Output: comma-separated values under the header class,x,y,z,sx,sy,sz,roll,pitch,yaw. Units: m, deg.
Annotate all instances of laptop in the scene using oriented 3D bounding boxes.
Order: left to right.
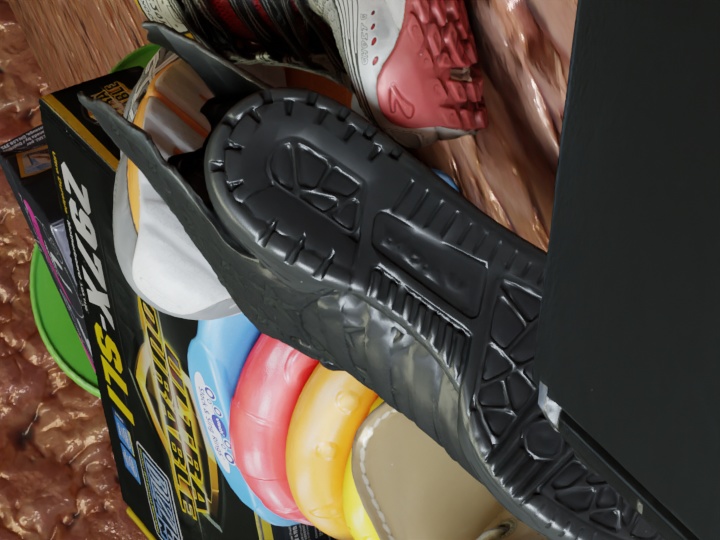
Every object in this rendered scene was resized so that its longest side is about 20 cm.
class,x,y,z,sx,sy,sz,roll,pitch,yaw
laptop,0.108,0.029,0.475,0.200,0.103,0.177,41,-178,-20

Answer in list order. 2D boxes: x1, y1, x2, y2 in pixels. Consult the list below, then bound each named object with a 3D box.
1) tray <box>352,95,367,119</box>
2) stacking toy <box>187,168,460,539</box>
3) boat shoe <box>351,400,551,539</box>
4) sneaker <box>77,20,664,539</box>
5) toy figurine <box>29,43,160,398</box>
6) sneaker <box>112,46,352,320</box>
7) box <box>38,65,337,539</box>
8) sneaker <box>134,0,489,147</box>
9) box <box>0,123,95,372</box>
class,x,y,z,sx,sy,sz,roll,pitch,yaw
tray,0.000,0.000,0.978,0.107,0.022,0.201,-13,105,47
stacking toy,0.041,0.069,0.825,0.200,0.110,0.116,42,154,44
boat shoe,0.052,0.096,0.714,0.065,0.072,0.200,8,-150,-45
sneaker,0.008,0.004,0.716,0.200,0.060,0.104,42,170,-6
toy figurine,-0.078,0.003,1.391,0.184,0.149,0.201,58,-154,-68
sneaker,-0.045,-0.035,0.842,0.078,0.077,0.200,40,-153,-12
box,-0.056,0.042,0.984,0.160,0.049,0.201,44,149,52
sneaker,-0.021,-0.081,0.762,0.200,0.082,0.078,-130,18,-61
box,-0.060,0.017,1.188,0.115,0.132,0.201,46,160,60
